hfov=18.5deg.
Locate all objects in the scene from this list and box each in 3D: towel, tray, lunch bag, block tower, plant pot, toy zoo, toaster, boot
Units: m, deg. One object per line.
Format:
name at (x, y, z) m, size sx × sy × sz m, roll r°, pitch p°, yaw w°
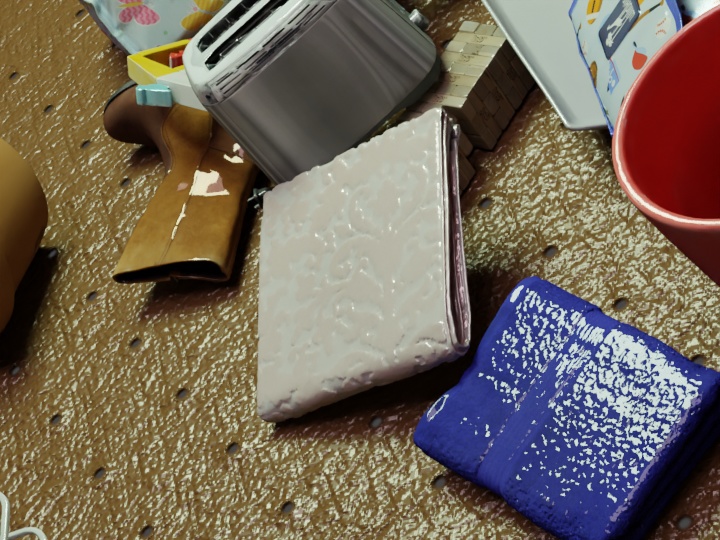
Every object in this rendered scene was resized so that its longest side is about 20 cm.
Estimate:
towel at (0.000, 0.000, 1.605) m, size 0.200 × 0.032 × 0.192 m, roll -23°, pitch 57°, yaw 41°
tray at (0.162, -0.164, 1.659) m, size 0.107 × 0.022 × 0.200 m, roll -6°, pitch 43°, yaw -21°
lunch bag at (0.252, -0.181, 1.567) m, size 0.200 × 0.124 × 0.170 m, roll -28°, pitch 41°, yaw 14°
block tower at (0.064, -0.104, 1.696) m, size 0.054 × 0.058 × 0.200 m, roll 14°, pitch 62°, yaw 44°
plant pot at (-0.358, -0.033, 1.870) m, size 0.200 × 0.200 × 0.140 m, roll -3°, pitch 35°, yaw 36°
toy zoo at (-0.101, -0.170, 1.826) m, size 0.200 × 0.021 × 0.131 m, roll -19°, pitch 28°, yaw -32°
lunch bag at (-0.165, -0.267, 1.969) m, size 0.170 × 0.127 × 0.200 m, roll -43°, pitch 14°, yaw -2°
toaster at (-0.047, -0.154, 1.703) m, size 0.200 × 0.129 × 0.114 m, roll -40°, pitch 30°, yaw 9°
towel at (0.142, 0.099, 1.460) m, size 0.200 × 0.050 × 0.148 m, roll 29°, pitch 81°, yaw 48°
boot at (-0.161, -0.068, 1.839) m, size 0.188 × 0.069 × 0.200 m, roll 3°, pitch 57°, yaw 24°
plant pot at (0.284, -0.053, 1.384) m, size 0.200 × 0.177 × 0.201 m, roll -22°, pitch 42°, yaw 21°

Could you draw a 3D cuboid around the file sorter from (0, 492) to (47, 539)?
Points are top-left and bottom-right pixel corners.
file sorter at (-0.271, 0.243, 1.524) m, size 0.124 × 0.200 × 0.139 m, roll -21°, pitch 43°, yaw 19°
